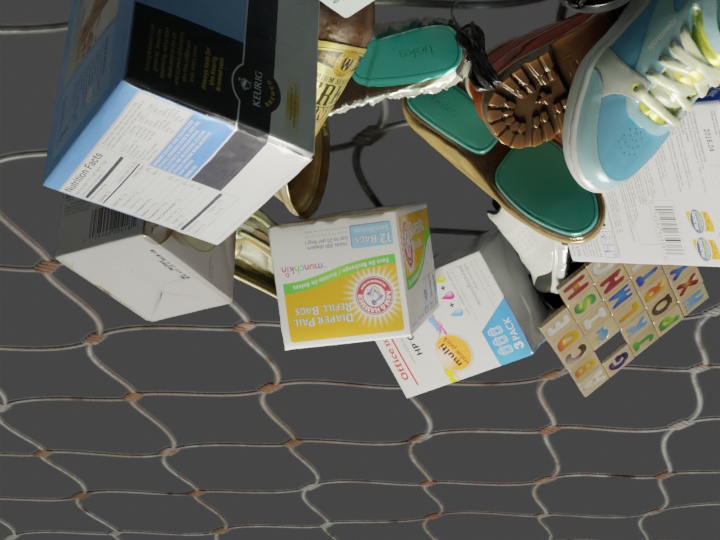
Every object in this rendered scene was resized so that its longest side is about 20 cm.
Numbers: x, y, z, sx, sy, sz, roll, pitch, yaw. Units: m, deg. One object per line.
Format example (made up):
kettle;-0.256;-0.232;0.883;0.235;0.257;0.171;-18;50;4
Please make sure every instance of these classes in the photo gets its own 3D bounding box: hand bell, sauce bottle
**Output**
hand bell;-0.134;-0.101;1.038;0.198;0.105;0.104;4;154;19
sauce bottle;-0.032;-0.155;0.875;0.064;0.065;0.201;16;121;-28

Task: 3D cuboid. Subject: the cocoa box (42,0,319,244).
cocoa box;-0.112;-0.146;0.809;0.130;0.202;0.133;18;146;-28

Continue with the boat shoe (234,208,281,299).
boat shoe;-0.109;-0.014;1.188;0.073;0.064;0.200;-26;142;38

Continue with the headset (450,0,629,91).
headset;0.138;-0.206;0.818;0.123;0.095;0.200;24;131;-37

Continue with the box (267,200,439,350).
box;0.000;0.000;1.083;0.111;0.103;0.200;-7;-176;11

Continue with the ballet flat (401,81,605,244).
ballet flat;0.115;-0.086;0.976;0.069;0.200;0.063;-44;157;-4

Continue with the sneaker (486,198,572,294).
sneaker;0.159;-0.048;1.145;0.079;0.074;0.201;7;149;15

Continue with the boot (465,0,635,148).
boot;0.169;-0.167;0.921;0.198;0.107;0.076;-26;112;-1

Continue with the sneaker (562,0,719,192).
sneaker;0.215;-0.137;0.811;0.079;0.201;0.130;29;180;-24

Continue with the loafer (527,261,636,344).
loafer;0.182;0.026;1.268;0.198;0.076;0.070;-25;141;20

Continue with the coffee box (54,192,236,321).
coffee box;-0.150;-0.081;0.925;0.079;0.202;0.114;-13;149;23

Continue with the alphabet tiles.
alphabet tiles;0.258;0.032;1.223;0.167;0.008;0.200;-39;142;2

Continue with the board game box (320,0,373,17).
board game box;-0.053;-0.254;0.673;0.064;0.149;0.199;-24;144;38

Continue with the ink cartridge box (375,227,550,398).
ink cartridge box;0.077;0.051;1.247;0.199;0.068;0.116;-24;100;35

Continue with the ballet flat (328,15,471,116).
ballet flat;-0.010;-0.150;0.951;0.197;0.073;0.072;-3;151;8

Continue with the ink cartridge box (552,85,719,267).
ink cartridge box;0.242;-0.077;0.945;0.199;0.076;0.138;4;123;46
